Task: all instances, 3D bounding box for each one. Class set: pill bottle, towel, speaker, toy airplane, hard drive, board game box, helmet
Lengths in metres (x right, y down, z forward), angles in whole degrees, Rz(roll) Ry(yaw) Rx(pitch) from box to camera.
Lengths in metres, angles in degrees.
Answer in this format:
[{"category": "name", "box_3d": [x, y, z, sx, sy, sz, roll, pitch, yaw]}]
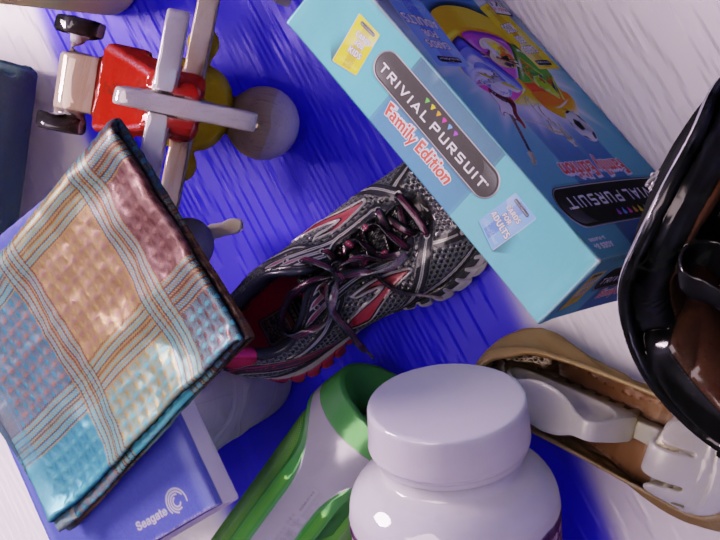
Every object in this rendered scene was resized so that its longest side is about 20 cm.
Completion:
[{"category": "pill bottle", "box_3d": [0.052, 0.155, 0.866, 0.112, 0.112, 0.200, 11, 119, 31]}, {"category": "towel", "box_3d": [-0.150, 0.034, 0.882, 0.200, 0.022, 0.147, -45, 71, 36]}, {"category": "speaker", "box_3d": [-0.034, 0.151, 0.965, 0.088, 0.088, 0.200, 45, 116, 20]}, {"category": "toy airplane", "box_3d": [-0.096, -0.096, 0.944, 0.200, 0.141, 0.199, -52, 38, 44]}, {"category": "hard drive", "box_3d": [-0.160, 0.067, 0.933, 0.132, 0.025, 0.200, -34, 77, 33]}, {"category": "board game box", "box_3d": [0.075, -0.071, 0.832, 0.200, 0.151, 0.047, 51, 118, 17]}, {"category": "helmet", "box_3d": [0.223, -0.018, 0.721, 0.200, 0.191, 0.200, 32, 150, 21]}]

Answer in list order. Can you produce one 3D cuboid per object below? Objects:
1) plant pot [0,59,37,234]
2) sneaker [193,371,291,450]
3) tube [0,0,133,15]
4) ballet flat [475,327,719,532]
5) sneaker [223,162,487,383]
[{"category": "plant pot", "box_3d": [-0.303, -0.054, 1.062, 0.200, 0.200, 0.196, 18, 97, 30]}, {"category": "sneaker", "box_3d": [-0.143, 0.114, 1.014, 0.200, 0.116, 0.074, -44, 74, 30]}, {"category": "tube", "box_3d": [-0.215, -0.186, 0.974, 0.058, 0.200, 0.052, 10, 99, 30]}, {"category": "ballet flat", "box_3d": [0.145, 0.091, 0.858, 0.200, 0.063, 0.069, 23, 106, 28]}, {"category": "sneaker", "box_3d": [0.000, 0.000, 0.923, 0.200, 0.075, 0.081, -41, 73, 15]}]
